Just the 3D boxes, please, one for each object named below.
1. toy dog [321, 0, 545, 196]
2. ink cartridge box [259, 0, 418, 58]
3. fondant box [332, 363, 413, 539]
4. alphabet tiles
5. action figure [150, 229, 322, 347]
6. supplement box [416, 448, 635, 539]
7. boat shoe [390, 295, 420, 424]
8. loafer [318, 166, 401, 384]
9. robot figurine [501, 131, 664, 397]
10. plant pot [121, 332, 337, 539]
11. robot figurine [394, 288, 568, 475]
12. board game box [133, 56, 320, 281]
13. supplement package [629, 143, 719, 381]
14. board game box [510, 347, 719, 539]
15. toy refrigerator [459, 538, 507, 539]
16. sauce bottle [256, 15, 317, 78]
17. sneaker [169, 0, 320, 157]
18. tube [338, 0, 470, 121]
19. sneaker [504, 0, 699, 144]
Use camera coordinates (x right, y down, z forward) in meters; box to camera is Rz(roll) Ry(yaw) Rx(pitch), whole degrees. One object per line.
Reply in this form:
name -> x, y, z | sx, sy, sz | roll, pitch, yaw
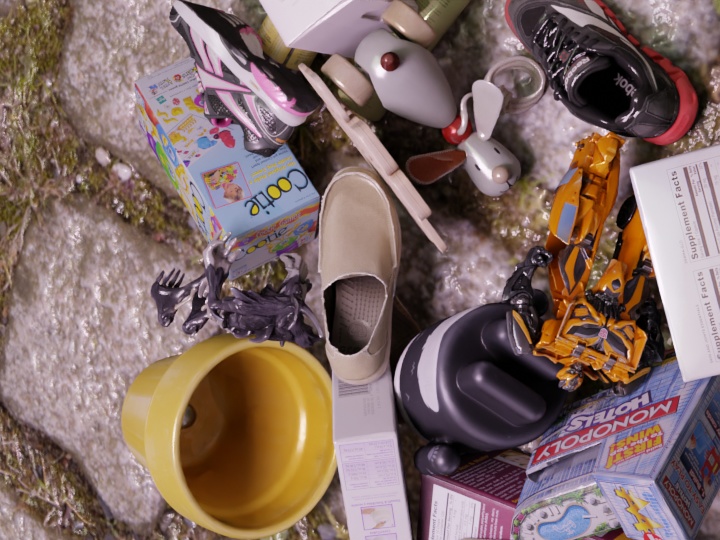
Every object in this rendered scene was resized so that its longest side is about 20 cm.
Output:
toy dog -> 0.065, -0.142, 1.041 | 0.200, 0.096, 0.132 | 22, 103, -11
ink cartridge box -> -0.053, -0.293, 1.083 | 0.083, 0.147, 0.200 | -34, 80, 23
fondant box -> 0.015, 0.200, 1.133 | 0.058, 0.144, 0.200 | -9, 114, 2
alphabet tiles -> 0.013, -0.105, 1.104 | 0.015, 0.200, 0.196 | -37, 108, 1
action figure -> -0.107, 0.018, 1.146 | 0.200, 0.119, 0.102 | 0, 70, 44
supplement box -> 0.160, 0.229, 1.074 | 0.200, 0.110, 0.086 | 15, 108, 37
boat shoe -> 0.012, 0.053, 1.205 | 0.065, 0.072, 0.200 | -172, 58, -80
loafer -> 0.000, 0.000, 1.100 | 0.076, 0.068, 0.200 | -3, 79, 3
robot figurine -> 0.193, -0.001, 0.972 | 0.058, 0.145, 0.200 | 150, 140, -69
plant pot -> -0.149, 0.160, 1.276 | 0.189, 0.201, 0.201 | 4, 99, 54
robot figurine -> 0.105, 0.096, 1.063 | 0.200, 0.150, 0.125 | 146, 105, -71
board game box -> -0.136, -0.110, 1.250 | 0.200, 0.105, 0.103 | 58, 163, 18
supplement package -> 0.308, -0.021, 0.858 | 0.200, 0.152, 0.151 | -15, 86, 16
board game box -> 0.206, 0.144, 0.951 | 0.200, 0.200, 0.062 | -25, 103, 29
toy refrigerator -> 0.148, 0.262, 0.973 | 0.200, 0.070, 0.076 | -7, 95, 41
sauce bottle -> -0.039, -0.278, 1.200 | 0.065, 0.065, 0.200 | 49, 121, 23
sneaker -> -0.131, -0.185, 1.185 | 0.200, 0.080, 0.086 | 49, 116, 32
tube -> 0.053, -0.230, 1.146 | 0.058, 0.052, 0.200 | 29, 116, -13
sneaker -> 0.184, -0.177, 1.013 | 0.200, 0.098, 0.071 | 47, 123, 26
